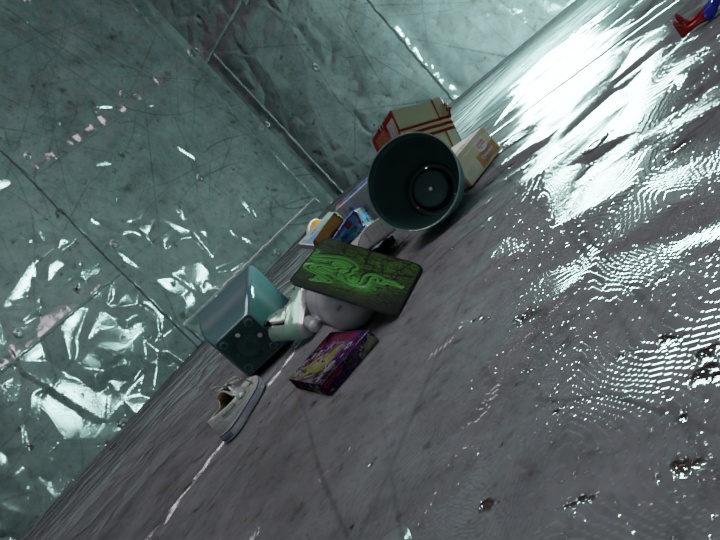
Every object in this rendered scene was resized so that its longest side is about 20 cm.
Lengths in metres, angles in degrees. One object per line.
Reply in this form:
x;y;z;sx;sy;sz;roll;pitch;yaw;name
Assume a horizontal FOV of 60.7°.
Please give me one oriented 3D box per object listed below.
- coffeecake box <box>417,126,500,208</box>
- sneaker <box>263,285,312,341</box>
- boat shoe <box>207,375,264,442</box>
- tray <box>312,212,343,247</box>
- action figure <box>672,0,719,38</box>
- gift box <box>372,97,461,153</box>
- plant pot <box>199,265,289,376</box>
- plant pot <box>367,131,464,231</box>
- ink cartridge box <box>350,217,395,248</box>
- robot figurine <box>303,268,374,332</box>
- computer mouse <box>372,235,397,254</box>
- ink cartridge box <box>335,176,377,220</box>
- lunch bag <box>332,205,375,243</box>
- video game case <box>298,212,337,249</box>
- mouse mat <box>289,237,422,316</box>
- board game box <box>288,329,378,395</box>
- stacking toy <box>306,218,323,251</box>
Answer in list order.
0.210;-0.228;1.445;0.154;0.073;0.200;-49;11;-33;coffeecake box
-0.162;0.074;1.427;0.118;0.074;0.201;-12;46;21;sneaker
-0.266;0.262;1.267;0.075;0.086;0.202;-39;11;24;boat shoe
-0.089;-0.098;1.757;0.099;0.037;0.200;-54;-3;-6;tray
0.572;-0.466;0.952;0.200;0.099;0.065;-30;18;44;action figure
0.169;-0.339;1.640;0.186;0.185;0.200;-19;-7;-24;gift box
-0.273;0.144;1.516;0.196;0.196;0.200;-42;18;7;plant pot
0.132;-0.177;1.287;0.200;0.201;0.134;-40;-16;21;plant pot
-0.014;-0.051;1.421;0.200;0.050;0.161;-34;-1;-14;ink cartridge box
-0.036;0.052;1.149;0.170;0.113;0.200;-44;10;-11;robot figurine
0.000;0.000;1.422;0.200;0.053;0.138;-36;1;-39;computer mouse
0.046;-0.202;1.796;0.200;0.136;0.076;-40;16;18;ink cartridge box
-0.045;-0.077;1.712;0.200;0.094;0.151;-42;1;15;lunch bag
-0.071;-0.123;1.938;0.200;0.022;0.182;7;43;36;video game case
-0.004;0.006;1.079;0.161;0.200;0.008;-57;-22;-50;mouse mat
-0.051;0.154;1.048;0.120;0.032;0.200;-43;9;-21;board game box
-0.067;-0.126;2.050;0.200;0.146;0.146;-17;23;30;stacking toy
